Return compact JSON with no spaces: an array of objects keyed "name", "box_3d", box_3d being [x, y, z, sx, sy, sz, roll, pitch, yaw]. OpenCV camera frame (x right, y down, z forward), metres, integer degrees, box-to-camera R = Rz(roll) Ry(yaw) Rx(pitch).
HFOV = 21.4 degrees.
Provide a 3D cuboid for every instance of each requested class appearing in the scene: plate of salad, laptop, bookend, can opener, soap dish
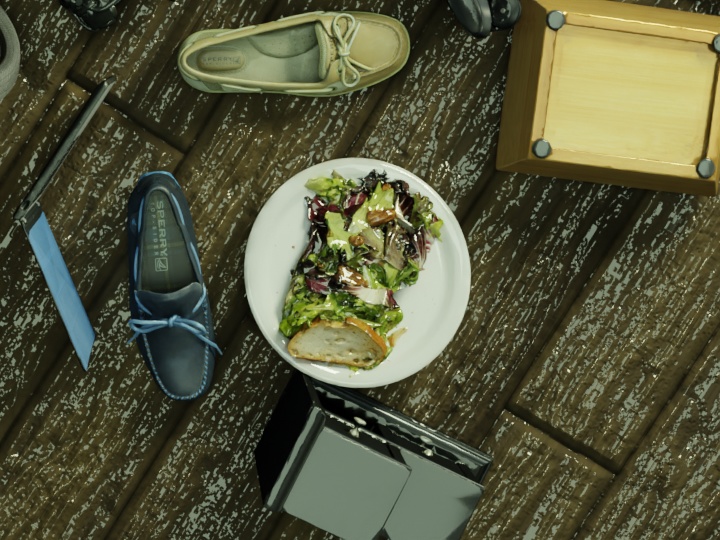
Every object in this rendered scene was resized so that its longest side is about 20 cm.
[{"name":"plate of salad","box_3d":[0.000,0.000,1.642,0.199,0.048,0.201,1,82,-10]},{"name":"laptop","box_3d":[-0.215,-0.044,1.563,0.116,0.187,0.200,33,93,-9]},{"name":"bookend","box_3d":[0.020,0.176,1.606,0.198,0.200,0.092,26,94,-7]},{"name":"can opener","box_3d":[0.085,-0.296,1.626,0.063,0.079,0.200,-17,89,5]},{"name":"soap dish","box_3d":[0.226,-0.151,1.645,0.199,0.081,0.158,7,96,-5]}]

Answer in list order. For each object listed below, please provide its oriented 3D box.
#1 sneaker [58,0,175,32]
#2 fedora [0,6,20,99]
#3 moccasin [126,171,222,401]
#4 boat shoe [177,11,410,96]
[{"name":"sneaker","box_3d":[-0.242,-0.247,1.596,0.200,0.070,0.100,-5,100,-4]},{"name":"fedora","box_3d":[-0.378,-0.189,1.564,0.200,0.177,0.090,40,123,-1]},{"name":"moccasin","box_3d":[-0.171,0.018,1.634,0.080,0.068,0.201,-13,98,-4]},{"name":"boat shoe","box_3d":[-0.055,-0.183,1.624,0.200,0.063,0.073,-1,97,-5]}]
